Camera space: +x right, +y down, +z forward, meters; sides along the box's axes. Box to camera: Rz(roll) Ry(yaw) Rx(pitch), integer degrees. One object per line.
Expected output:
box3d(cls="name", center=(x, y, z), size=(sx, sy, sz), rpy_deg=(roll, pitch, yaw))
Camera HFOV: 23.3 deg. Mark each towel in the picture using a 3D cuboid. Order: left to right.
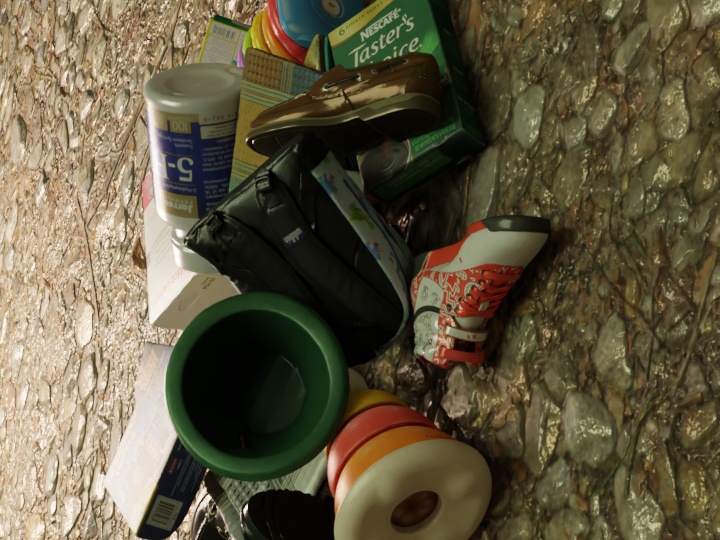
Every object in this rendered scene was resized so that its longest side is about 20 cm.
box3d(cls="towel", center=(-0.084, 0.177, 1.696), size=(0.201, 0.034, 0.193), rpy_deg=(-63, 35, 15))
box3d(cls="towel", center=(-0.081, -0.108, 1.723), size=(0.146, 0.022, 0.202), rpy_deg=(26, 113, 49))

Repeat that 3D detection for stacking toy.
box3d(cls="stacking toy", center=(-0.090, -0.229, 1.848), size=(0.200, 0.115, 0.111), rpy_deg=(-34, 51, 41))
box3d(cls="stacking toy", center=(0.016, 0.154, 1.535), size=(0.147, 0.145, 0.200), rpy_deg=(-65, 35, 27))

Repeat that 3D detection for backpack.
box3d(cls="backpack", center=(-0.034, -0.008, 1.602), size=(0.163, 0.154, 0.200), rpy_deg=(-40, 89, 21))

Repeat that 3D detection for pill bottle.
box3d(cls="pill bottle", center=(-0.161, -0.106, 1.839), size=(0.120, 0.119, 0.202), rpy_deg=(-136, 38, -57))

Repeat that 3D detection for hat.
box3d(cls="hat", center=(-0.084, 0.121, 1.607), size=(0.200, 0.165, 0.176), rpy_deg=(53, 176, 24))

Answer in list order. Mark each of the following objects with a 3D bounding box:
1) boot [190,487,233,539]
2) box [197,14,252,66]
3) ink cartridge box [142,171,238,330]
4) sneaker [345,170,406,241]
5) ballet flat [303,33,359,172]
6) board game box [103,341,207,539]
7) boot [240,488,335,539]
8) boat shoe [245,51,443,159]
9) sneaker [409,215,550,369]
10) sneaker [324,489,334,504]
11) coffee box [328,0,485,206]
box3d(cls="boot", center=(-0.121, 0.282, 1.817), size=(0.200, 0.073, 0.151), rpy_deg=(-49, 29, 34))
box3d(cls="box", center=(-0.139, -0.171, 1.952), size=(0.048, 0.116, 0.201), rpy_deg=(-72, 1, -74))
box3d(cls="ink cartridge box", center=(-0.191, -0.047, 2.047), size=(0.146, 0.082, 0.202), rpy_deg=(-44, 45, 48))
box3d(cls="sneaker", center=(0.000, 0.000, 1.702), size=(0.073, 0.084, 0.202), rpy_deg=(-69, -17, -58))
box3d(cls="ballet flat", center=(-0.037, -0.131, 1.733), size=(0.071, 0.070, 0.202), rpy_deg=(-4, 103, 61))
box3d(cls="board game box", center=(-0.194, 0.157, 1.813), size=(0.201, 0.061, 0.200), rpy_deg=(-66, 24, 6))
box3d(cls="boot", center=(-0.056, 0.281, 1.598), size=(0.163, 0.197, 0.074), rpy_deg=(-49, 42, 34))
box3d(cls="boat shoe", center=(-0.013, -0.151, 1.614), size=(0.198, 0.072, 0.069), rpy_deg=(-8, 65, 24))
box3d(cls="sneaker", center=(0.104, 0.024, 1.503), size=(0.201, 0.067, 0.109), rpy_deg=(-28, 59, 60))
box3d(cls="sneaker", center=(-0.026, 0.231, 1.690), size=(0.200, 0.073, 0.112), rpy_deg=(-49, 38, 32))
box3d(cls="coffee box", center=(0.041, -0.173, 1.654), size=(0.122, 0.044, 0.201), rpy_deg=(-30, 53, 26))
